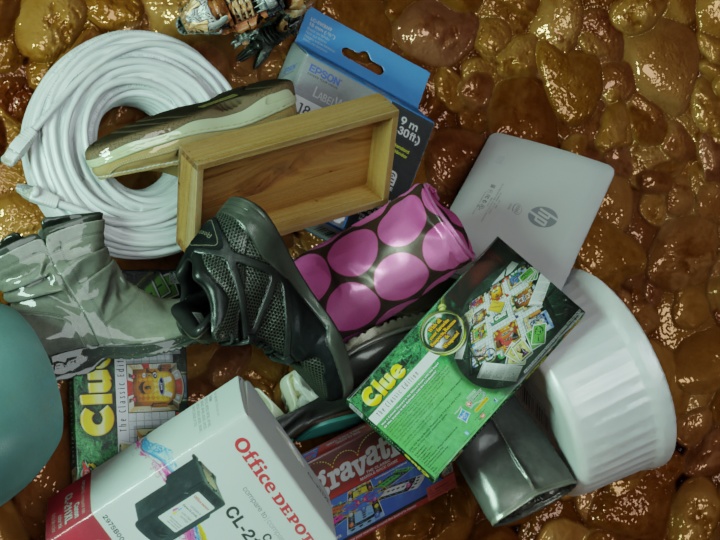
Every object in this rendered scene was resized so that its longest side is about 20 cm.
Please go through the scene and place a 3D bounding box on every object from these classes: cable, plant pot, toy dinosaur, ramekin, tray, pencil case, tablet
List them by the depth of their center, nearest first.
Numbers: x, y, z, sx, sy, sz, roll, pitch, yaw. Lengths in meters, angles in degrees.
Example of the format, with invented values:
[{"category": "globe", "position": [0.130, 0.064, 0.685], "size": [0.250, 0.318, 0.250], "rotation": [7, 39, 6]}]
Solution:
[{"category": "plant pot", "position": [-0.334, 0.111, 1.393], "size": [0.160, 0.200, 0.202], "rotation": [-21, 92, -33]}, {"category": "tray", "position": [-0.063, -0.082, 1.510], "size": [0.199, 0.037, 0.099], "rotation": [-17, 133, -28]}, {"category": "cable", "position": [-0.198, -0.108, 1.542], "size": [0.199, 0.069, 0.201], "rotation": [34, 71, -17]}, {"category": "pencil case", "position": [0.000, 0.000, 1.559], "size": [0.199, 0.091, 0.094], "rotation": [-30, 55, 10]}, {"category": "toy dinosaur", "position": [-0.076, -0.246, 1.575], "size": [0.198, 0.136, 0.103], "rotation": [-4, 84, -24]}, {"category": "ramekin", "position": [0.194, 0.109, 1.621], "size": [0.097, 0.200, 0.202], "rotation": [-24, 94, -16]}, {"category": "tablet", "position": [0.150, -0.052, 1.644], "size": [0.129, 0.014, 0.201], "rotation": [18, 48, 14]}]

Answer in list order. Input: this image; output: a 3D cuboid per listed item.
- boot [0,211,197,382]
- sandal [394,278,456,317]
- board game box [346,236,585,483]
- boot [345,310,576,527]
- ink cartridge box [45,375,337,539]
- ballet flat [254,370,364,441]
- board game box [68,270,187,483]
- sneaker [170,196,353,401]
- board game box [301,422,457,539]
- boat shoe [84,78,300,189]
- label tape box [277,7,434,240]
[{"category": "boot", "position": [-0.207, 0.010, 1.474], "size": [0.199, 0.068, 0.132], "rotation": [-15, 98, -21]}, {"category": "sandal", "position": [0.102, -0.017, 1.667], "size": [0.200, 0.057, 0.080], "rotation": [-35, 98, -23]}, {"category": "board game box", "position": [0.091, 0.076, 1.524], "size": [0.105, 0.023, 0.200], "rotation": [42, 76, 9]}, {"category": "boot", "position": [0.078, 0.136, 1.561], "size": [0.181, 0.073, 0.201], "rotation": [-16, 75, -23]}, {"category": "ink cartridge box", "position": [-0.140, 0.207, 1.464], "size": [0.199, 0.083, 0.146], "rotation": [-33, 109, 4]}, {"category": "ballet flat", "position": [-0.065, 0.129, 1.563], "size": [0.199, 0.068, 0.069], "rotation": [-21, 83, -35]}, {"category": "board game box", "position": [-0.202, 0.101, 1.531], "size": [0.104, 0.023, 0.202], "rotation": [-2, 84, -22]}, {"category": "sneaker", "position": [-0.087, 0.049, 1.465], "size": [0.114, 0.076, 0.200], "rotation": [-43, 119, -22]}, {"category": "board game box", "position": [-0.004, 0.193, 1.593], "size": [0.199, 0.019, 0.104], "rotation": [-25, 119, -24]}, {"category": "boat shoe", "position": [-0.135, -0.102, 1.498], "size": [0.199, 0.072, 0.077], "rotation": [-20, 108, -24]}, {"category": "label tape box", "position": [-0.014, -0.134, 1.628], "size": [0.144, 0.063, 0.201], "rotation": [26, 74, -19]}]
